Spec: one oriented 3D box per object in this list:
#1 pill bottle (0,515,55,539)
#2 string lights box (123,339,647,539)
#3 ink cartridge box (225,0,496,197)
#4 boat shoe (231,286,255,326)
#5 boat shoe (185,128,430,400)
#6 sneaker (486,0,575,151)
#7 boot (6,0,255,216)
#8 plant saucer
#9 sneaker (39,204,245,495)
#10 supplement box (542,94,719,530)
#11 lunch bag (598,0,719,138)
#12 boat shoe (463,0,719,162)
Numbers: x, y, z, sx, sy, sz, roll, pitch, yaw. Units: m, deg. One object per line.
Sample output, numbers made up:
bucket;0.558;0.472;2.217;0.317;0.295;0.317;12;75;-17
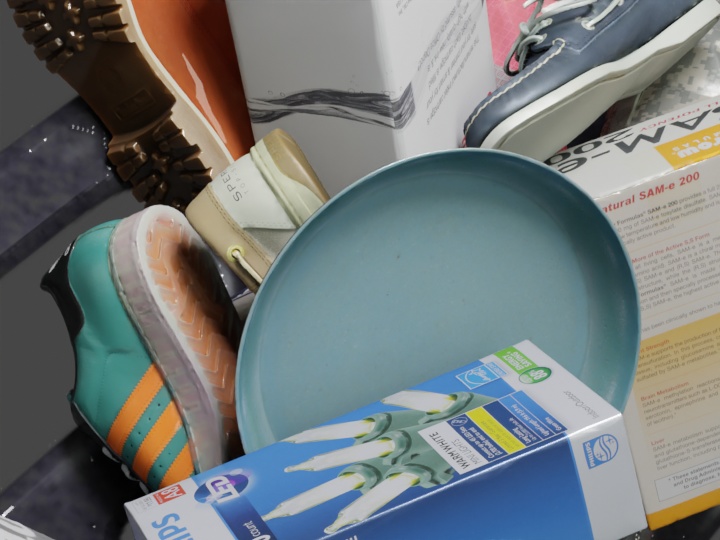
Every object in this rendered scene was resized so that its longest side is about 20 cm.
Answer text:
pill bottle;-0.189;0.144;0.867;0.199;0.113;0.115;29;60;-28
string lights box;0.010;0.105;0.905;0.198;0.103;0.059;-21;112;-14
ink cartridge box;0.002;-0.127;1.039;0.146;0.083;0.201;-59;147;-50
boat shoe;0.000;0.000;1.095;0.198;0.075;0.093;-13;42;-21
boat shoe;-0.017;0.027;0.999;0.066;0.074;0.201;-29;117;2
sneaker;0.088;-0.148;1.165;0.074;0.086;0.202;-32;106;-62
boot;-0.102;-0.127;1.050;0.107;0.075;0.201;-46;113;-40
plant saucer;0.034;0.038;0.965;0.198;0.027;0.202;-7;111;-20
sneaker;-0.086;0.073;0.995;0.071;0.079;0.202;-25;95;-57
supplement box;0.178;0.021;1.136;0.125;0.074;0.202;-19;114;-7
lunch bag;0.226;-0.103;1.242;0.167;0.139;0.201;36;57;-24
boat shoe;0.114;-0.114;1.106;0.199;0.075;0.062;-35;78;-34
